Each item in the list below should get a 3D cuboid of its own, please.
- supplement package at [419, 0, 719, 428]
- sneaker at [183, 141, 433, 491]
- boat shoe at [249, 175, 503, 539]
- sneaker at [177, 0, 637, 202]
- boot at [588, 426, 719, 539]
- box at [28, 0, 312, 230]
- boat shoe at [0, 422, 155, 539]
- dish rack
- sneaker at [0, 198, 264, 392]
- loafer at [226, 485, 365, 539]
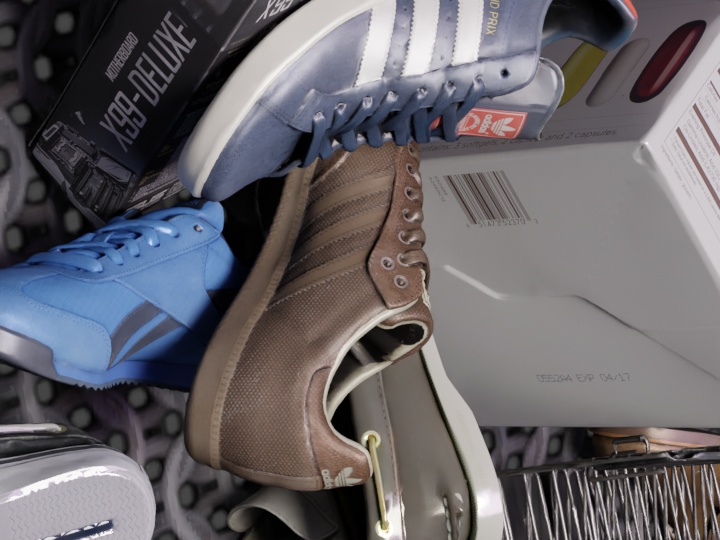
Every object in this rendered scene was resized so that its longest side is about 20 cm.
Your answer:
[{"bbox_3d":[0.103,-0.024,1.142,0.111,0.199,0.156,-52,122,-34],"label":"supplement package"},{"bbox_3d":[0.000,0.000,1.031,0.071,0.075,0.201,84,26,-61],"label":"sneaker"},{"bbox_3d":[-0.006,0.034,1.087,0.060,0.072,0.202,-12,64,-25],"label":"boat shoe"},{"bbox_3d":[0.025,-0.071,0.996,0.200,0.075,0.085,-36,80,-22],"label":"sneaker"},{"bbox_3d":[0.178,0.122,1.314,0.200,0.073,0.076,26,81,-44],"label":"boot"},{"bbox_3d":[-0.022,-0.110,1.050,0.200,0.158,0.050,-31,76,-41],"label":"box"},{"bbox_3d":[-0.175,0.100,0.954,0.199,0.071,0.072,-7,108,-25],"label":"boat shoe"},{"bbox_3d":[0.112,0.103,1.154,0.153,0.199,0.055,0,81,-45],"label":"dish rack"},{"bbox_3d":[-0.097,0.004,1.006,0.200,0.066,0.079,6,100,-63],"label":"sneaker"},{"bbox_3d":[-0.019,0.111,1.109,0.070,0.070,0.201,43,56,-33],"label":"loafer"}]
